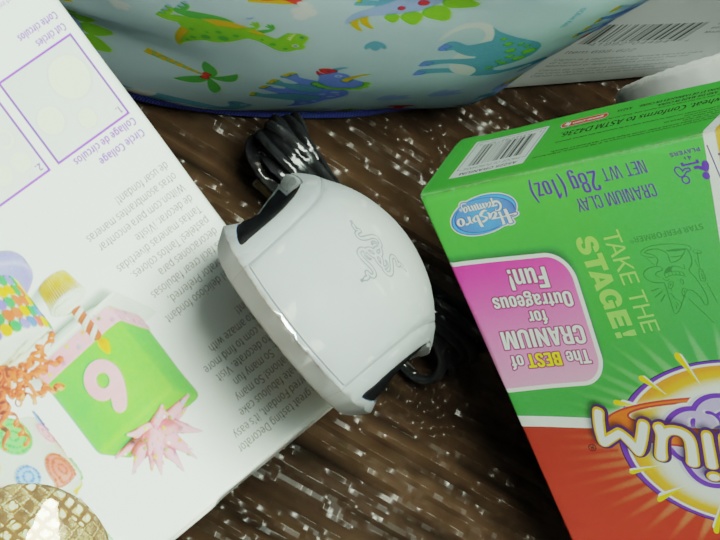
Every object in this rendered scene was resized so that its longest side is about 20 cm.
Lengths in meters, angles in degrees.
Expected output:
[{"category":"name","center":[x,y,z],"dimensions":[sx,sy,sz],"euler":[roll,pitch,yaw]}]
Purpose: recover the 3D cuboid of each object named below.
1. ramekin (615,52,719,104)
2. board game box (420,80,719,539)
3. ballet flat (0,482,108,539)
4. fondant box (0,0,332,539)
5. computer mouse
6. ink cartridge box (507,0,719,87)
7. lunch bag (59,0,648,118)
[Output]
[{"category":"ramekin","center":[0.195,-0.038,1.026],"dimensions":[0.200,0.200,0.098],"euler":[-12,88,-28]},{"category":"board game box","center":[0.126,0.038,0.956],"dimensions":[0.201,0.152,0.040],"euler":[65,34,-20]},{"category":"ballet flat","center":[-0.136,0.148,0.824],"dimensions":[0.070,0.065,0.200],"euler":[33,103,-9]},{"category":"fondant box","center":[-0.120,0.004,0.901],"dimensions":[0.144,0.058,0.200],"euler":[-38,92,-29]},{"category":"computer mouse","center":[0.000,0.000,0.930],"dimensions":[0.044,0.200,0.110],"euler":[-37,94,7]},{"category":"ink cartridge box","center":[0.141,-0.136,1.021],"dimensions":[0.144,0.200,0.084],"euler":[-5,77,-27]},{"category":"lunch bag","center":[-0.019,-0.120,0.957],"dimensions":[0.199,0.170,0.128],"euler":[-7,79,-27]}]
